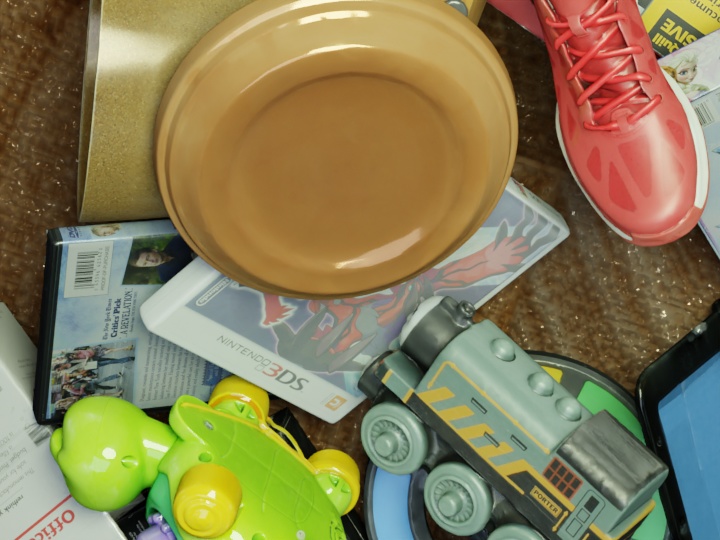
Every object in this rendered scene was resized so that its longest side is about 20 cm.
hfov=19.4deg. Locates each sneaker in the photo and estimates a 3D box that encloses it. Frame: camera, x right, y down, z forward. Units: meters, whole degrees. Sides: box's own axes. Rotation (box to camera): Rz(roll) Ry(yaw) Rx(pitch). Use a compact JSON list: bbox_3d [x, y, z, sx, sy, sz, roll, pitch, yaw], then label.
[{"bbox_3d":[0.115,-0.113,1.092,0.078,0.116,0.200,-26,68,16],"label":"sneaker"}]

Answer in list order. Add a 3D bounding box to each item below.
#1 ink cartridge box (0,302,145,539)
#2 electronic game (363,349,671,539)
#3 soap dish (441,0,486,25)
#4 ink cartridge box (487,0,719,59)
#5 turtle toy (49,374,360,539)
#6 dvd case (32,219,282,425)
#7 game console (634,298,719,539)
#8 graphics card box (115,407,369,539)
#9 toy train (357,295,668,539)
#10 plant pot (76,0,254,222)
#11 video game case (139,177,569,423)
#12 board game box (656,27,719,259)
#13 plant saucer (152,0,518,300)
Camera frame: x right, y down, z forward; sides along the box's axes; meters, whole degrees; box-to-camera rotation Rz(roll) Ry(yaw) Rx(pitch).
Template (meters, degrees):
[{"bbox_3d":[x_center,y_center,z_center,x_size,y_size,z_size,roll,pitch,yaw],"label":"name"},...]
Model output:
[{"bbox_3d":[-0.221,0.134,1.322,0.116,0.067,0.200,-38,82,12],"label":"ink cartridge box"},{"bbox_3d":[0.101,0.147,1.338,0.200,0.042,0.200,1,104,3],"label":"electronic game"},{"bbox_3d":[-0.005,-0.219,1.116,0.200,0.081,0.158,17,108,-11],"label":"soap dish"},{"bbox_3d":[0.154,-0.194,1.210,0.200,0.084,0.176,34,108,-6],"label":"ink cartridge box"},{"bbox_3d":[-0.090,0.138,1.254,0.200,0.146,0.101,39,114,-11],"label":"turtle toy"},{"bbox_3d":[-0.095,0.027,1.269,0.200,0.018,0.143,-5,131,-21],"label":"dvd case"},{"bbox_3d":[0.271,0.118,1.279,0.176,0.116,0.200,-14,106,9],"label":"game console"},{"bbox_3d":[-0.100,0.190,1.369,0.200,0.051,0.126,-30,102,14],"label":"graphics card box"},{"bbox_3d":[0.088,0.104,1.245,0.200,0.085,0.114,44,125,17],"label":"toy train"},{"bbox_3d":[-0.058,-0.113,1.217,0.200,0.186,0.187,5,108,-9],"label":"plant pot"},{"bbox_3d":[0.000,0.000,1.240,0.200,0.023,0.182,-40,140,17],"label":"video game case"},{"bbox_3d":[0.273,-0.086,1.198,0.200,0.041,0.200,-26,141,12],"label":"board game box"},{"bbox_3d":[-0.011,-0.060,1.128,0.200,0.037,0.200,-6,128,-7],"label":"plant saucer"}]
